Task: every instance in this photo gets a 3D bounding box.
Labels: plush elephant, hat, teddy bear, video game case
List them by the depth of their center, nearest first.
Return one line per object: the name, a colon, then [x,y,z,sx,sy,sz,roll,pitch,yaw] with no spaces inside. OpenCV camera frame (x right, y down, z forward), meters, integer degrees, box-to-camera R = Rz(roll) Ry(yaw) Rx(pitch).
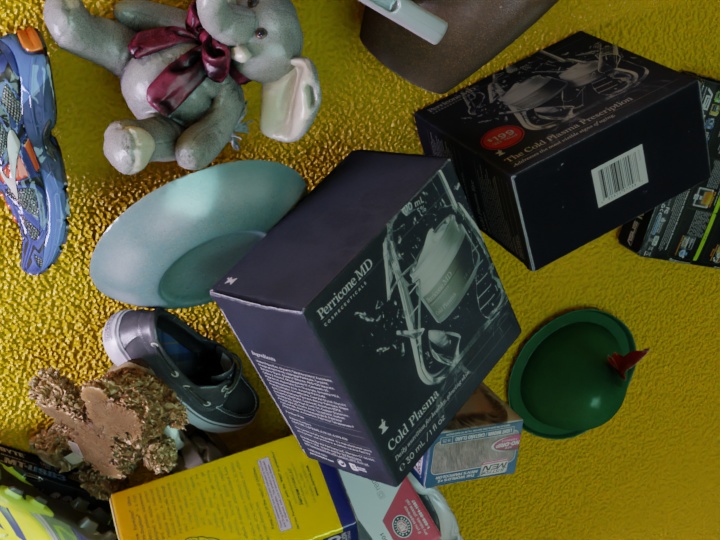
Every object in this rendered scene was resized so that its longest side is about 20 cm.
video game case: [-0.046,-0.246,0.894,0.182,0.200,0.022,23,105,-33]
plush elephant: [-0.114,-0.169,0.919,0.155,0.165,0.200,-38,154,27]
teddy bear: [-0.221,0.135,1.027,0.145,0.067,0.200,24,138,5]
hat: [0.267,0.147,1.257,0.200,0.176,0.166,28,99,-34]

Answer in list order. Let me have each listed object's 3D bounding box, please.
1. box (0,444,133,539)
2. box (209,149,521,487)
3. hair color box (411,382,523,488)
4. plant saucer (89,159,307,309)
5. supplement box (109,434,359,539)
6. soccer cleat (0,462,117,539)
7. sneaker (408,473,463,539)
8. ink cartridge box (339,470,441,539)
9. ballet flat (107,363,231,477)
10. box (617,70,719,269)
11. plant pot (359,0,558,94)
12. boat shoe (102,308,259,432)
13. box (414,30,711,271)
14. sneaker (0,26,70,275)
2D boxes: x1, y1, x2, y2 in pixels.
box: [-0.323,0.272,1.095,0.198,0.050,0.200,26,98,-31]
box: [0.011,0.036,0.994,0.200,0.124,0.197,-47,126,-29]
hair color box: [0.061,0.125,1.129,0.100,0.200,0.061,-5,116,-25]
plant saucer: [-0.128,-0.016,1.000,0.200,0.039,0.201,-24,156,-11]
supplement box: [-0.108,0.240,1.050,0.199,0.110,0.109,-17,140,-9]
soccer cleat: [-0.302,0.218,1.017,0.200,0.065,0.084,38,93,-34]
sneaker: [0.050,0.300,1.284,0.114,0.075,0.200,-30,124,-11]
ink cartridge box: [-0.043,0.256,1.175,0.200,0.083,0.146,-31,90,-11]
ballet flat: [-0.175,0.165,1.111,0.069,0.063,0.200,-38,125,-5]
box: [0.396,-0.102,1.285,0.193,0.048,0.201,6,110,-32]
plant pot: [0.088,-0.257,0.987,0.186,0.187,0.200,20,117,-33]
boat shoe: [-0.144,0.088,1.063,0.066,0.070,0.200,-14,140,29]
box: [0.183,-0.117,1.085,0.200,0.182,0.104,-27,123,-14]
sneaker: [-0.278,-0.092,0.938,0.078,0.075,0.201,-8,109,-14]
